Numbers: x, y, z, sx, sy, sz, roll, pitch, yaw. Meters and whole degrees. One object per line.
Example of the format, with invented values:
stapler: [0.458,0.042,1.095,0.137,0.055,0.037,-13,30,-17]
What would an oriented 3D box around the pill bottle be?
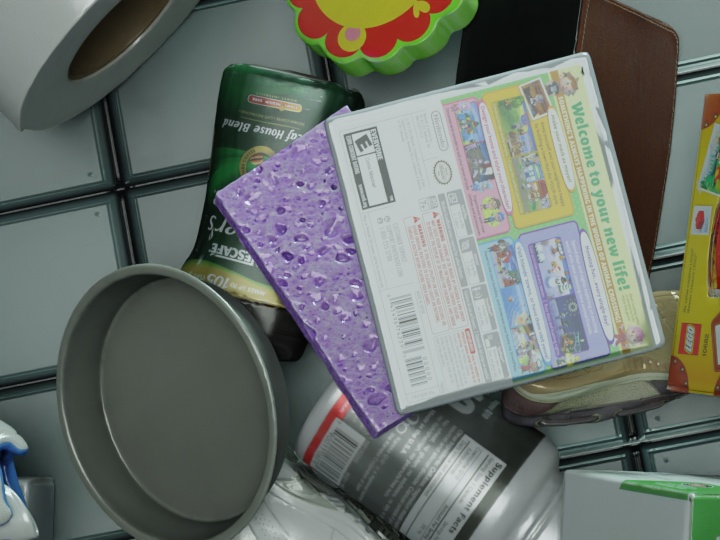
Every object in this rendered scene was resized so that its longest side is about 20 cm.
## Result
pill bottle: [0.064,0.137,1.639,0.200,0.114,0.114,36,91,7]

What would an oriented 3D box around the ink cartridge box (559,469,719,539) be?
ink cartridge box: [0.250,0.178,1.556,0.199,0.146,0.084,4,89,-28]

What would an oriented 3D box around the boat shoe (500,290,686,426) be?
boat shoe: [0.182,0.065,1.634,0.199,0.065,0.072,-11,57,-28]

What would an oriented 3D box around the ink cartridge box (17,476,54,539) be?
ink cartridge box: [-0.324,0.218,1.695,0.199,0.086,0.148,1,86,5]

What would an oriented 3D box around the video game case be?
video game case: [0.087,-0.024,1.561,0.181,0.022,0.201,-14,85,-1]

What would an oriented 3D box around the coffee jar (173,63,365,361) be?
coffee jar: [-0.066,-0.039,1.681,0.104,0.085,0.201,12,88,8]

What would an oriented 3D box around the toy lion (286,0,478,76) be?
toy lion: [0.017,-0.242,1.664,0.191,0.069,0.200,38,91,28]

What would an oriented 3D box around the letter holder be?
letter holder: [0.140,-0.084,1.662,0.100,0.142,0.201,5,85,39]

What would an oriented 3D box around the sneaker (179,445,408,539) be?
sneaker: [-0.041,0.193,1.675,0.200,0.078,0.100,36,98,17]

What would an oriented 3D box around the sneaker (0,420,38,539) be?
sneaker: [-0.295,0.187,1.609,0.145,0.081,0.201,10,79,12]

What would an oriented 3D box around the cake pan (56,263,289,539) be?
cake pan: [-0.125,0.092,1.638,0.199,0.037,0.202,9,105,36]

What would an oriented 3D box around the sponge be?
sponge: [0.000,0.000,1.601,0.111,0.030,0.201,-32,78,-11]

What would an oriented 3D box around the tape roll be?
tape roll: [-0.207,-0.216,1.652,0.203,0.203,0.139,-44,83,2]

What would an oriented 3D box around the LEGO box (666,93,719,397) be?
LEGO box: [0.296,-0.008,1.601,0.148,0.077,0.201,10,87,-32]
